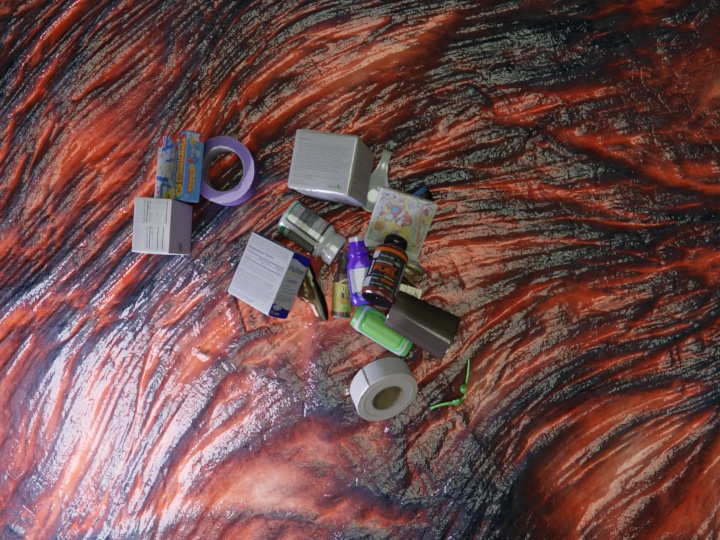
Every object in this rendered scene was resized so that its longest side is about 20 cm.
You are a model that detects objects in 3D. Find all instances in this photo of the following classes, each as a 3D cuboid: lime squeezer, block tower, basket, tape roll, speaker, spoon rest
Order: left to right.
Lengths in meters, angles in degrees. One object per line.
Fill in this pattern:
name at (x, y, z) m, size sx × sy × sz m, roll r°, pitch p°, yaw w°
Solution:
tape roll at (-0.417, -0.306, 1.728) m, size 0.195 × 0.085 × 0.205 m, roll 0°, pitch 91°, yaw 0°
spoon rest at (0.055, -0.281, 1.737) m, size 0.097 × 0.061 × 0.204 m, roll 17°, pitch 90°, yaw 0°
speaker at (0.069, 0.183, 1.727) m, size 0.198 × 0.088 × 0.089 m, roll 31°, pitch 91°, yaw 0°
tape roll at (0.070, 0.358, 1.677) m, size 0.198 × 0.071 × 0.205 m, roll -13°, pitch 131°, yaw -15°
block tower at (0.090, 0.057, 1.741) m, size 0.196 × 0.058 × 0.055 m, roll 17°, pitch 91°, yaw 2°
basket at (0.180, 0.155, 1.655) m, size 0.197 × 0.180 × 0.138 m, roll 28°, pitch 102°, yaw 6°
lime squeezer at (0.306, 0.378, 1.757) m, size 0.070 × 0.038 × 0.201 m, roll 39°, pitch 92°, yaw 31°

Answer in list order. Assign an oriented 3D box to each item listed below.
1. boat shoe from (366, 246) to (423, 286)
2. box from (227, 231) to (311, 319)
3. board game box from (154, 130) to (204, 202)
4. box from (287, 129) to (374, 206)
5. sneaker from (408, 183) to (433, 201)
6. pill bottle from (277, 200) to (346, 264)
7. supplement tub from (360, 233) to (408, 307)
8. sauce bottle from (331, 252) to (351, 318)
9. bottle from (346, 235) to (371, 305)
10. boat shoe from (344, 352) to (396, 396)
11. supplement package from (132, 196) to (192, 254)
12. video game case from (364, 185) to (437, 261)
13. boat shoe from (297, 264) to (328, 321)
boat shoe at (0.095, -0.012, 1.725) m, size 0.197 × 0.076 × 0.073 m, roll 22°, pitch 76°, yaw 2°
box at (-0.273, 0.014, 1.682) m, size 0.182 × 0.104 × 0.203 m, roll 25°, pitch 92°, yaw 30°
board game box at (-0.549, -0.308, 1.683) m, size 0.055 × 0.194 × 0.205 m, roll 5°, pitch 90°, yaw -43°
box at (-0.083, -0.299, 1.649) m, size 0.196 × 0.199 × 0.175 m, roll 11°, pitch 90°, yaw 16°
sneaker at (0.138, -0.183, 1.732) m, size 0.198 × 0.070 × 0.079 m, roll -31°, pitch 108°, yaw 11°
pill bottle at (-0.148, -0.114, 1.712) m, size 0.199 × 0.113 × 0.114 m, roll 36°, pitch 91°, yaw 0°
supplement tub at (0.076, -0.003, 1.627) m, size 0.105 × 0.107 × 0.203 m, roll 19°, pitch 68°, yaw 0°
sauce bottle at (-0.055, 0.046, 1.737) m, size 0.063 × 0.065 × 0.205 m, roll 4°, pitch 92°, yaw 0°
bottle at (0.000, 0.000, 1.683) m, size 0.082 × 0.065 × 0.205 m, roll -9°, pitch 89°, yaw -3°
boat shoe at (0.031, 0.325, 1.741) m, size 0.197 × 0.072 × 0.069 m, roll -26°, pitch 73°, yaw -6°
supplement package at (-0.589, -0.128, 1.672) m, size 0.108 × 0.200 × 0.159 m, roll 4°, pitch 90°, yaw 1°
video game case at (0.118, -0.140, 1.701) m, size 0.178 × 0.023 × 0.203 m, roll 16°, pitch 119°, yaw -5°
boat shoe at (-0.160, 0.069, 1.734) m, size 0.067 × 0.072 × 0.203 m, roll -22°, pitch 82°, yaw 8°
